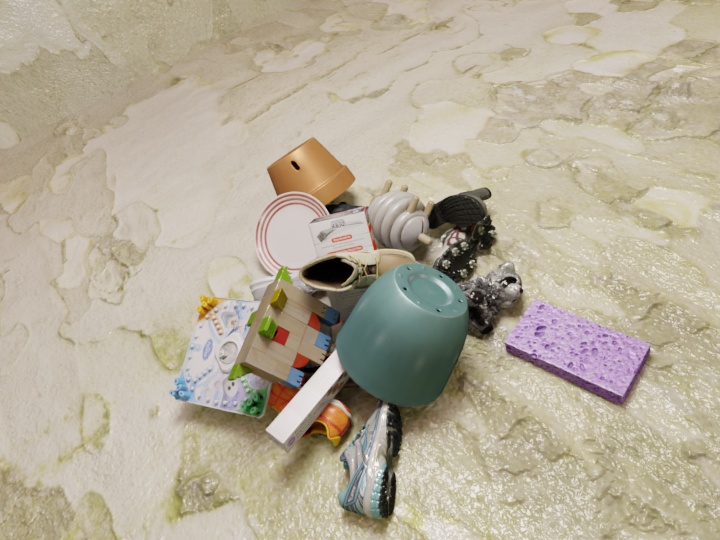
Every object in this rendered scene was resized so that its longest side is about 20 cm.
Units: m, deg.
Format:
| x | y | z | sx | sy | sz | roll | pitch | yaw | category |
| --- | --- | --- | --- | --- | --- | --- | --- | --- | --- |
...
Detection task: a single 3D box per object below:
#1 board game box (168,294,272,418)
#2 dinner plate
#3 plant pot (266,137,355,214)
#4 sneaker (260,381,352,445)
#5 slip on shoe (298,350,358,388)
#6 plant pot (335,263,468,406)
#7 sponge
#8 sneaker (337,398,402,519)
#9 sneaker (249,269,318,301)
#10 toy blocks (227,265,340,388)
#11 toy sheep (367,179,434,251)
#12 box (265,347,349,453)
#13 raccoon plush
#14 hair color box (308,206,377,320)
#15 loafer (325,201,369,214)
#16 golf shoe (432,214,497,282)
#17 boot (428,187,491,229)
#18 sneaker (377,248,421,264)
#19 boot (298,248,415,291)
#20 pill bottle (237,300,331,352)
| x | y | z | sx | sy | sz | roll | pitch | yaw | category |
| --- | --- | --- | --- | --- | --- | --- | --- | --- | --- |
| -0.237 | 0.146 | 0.947 | 0.199 | 0.026 | 0.201 | 4 | 70 | 25 | board game box |
| -0.150 | -0.077 | 1.193 | 0.199 | 0.024 | 0.201 | 0 | 89 | 17 | dinner plate |
| -0.132 | -0.225 | 1.270 | 0.200 | 0.140 | 0.200 | -32 | 17 | 11 | plant pot |
| -0.112 | 0.237 | 0.897 | 0.199 | 0.073 | 0.077 | 11 | 55 | 32 | sneaker |
| -0.014 | 0.165 | 0.940 | 0.199 | 0.061 | 0.076 | -16 | 43 | 5 | slip on shoe |
| 0.080 | 0.087 | 0.845 | 0.200 | 0.161 | 0.201 | 17 | 34 | -12 | plant pot |
| 0.352 | 0.127 | 0.862 | 0.200 | 0.030 | 0.112 | 24 | 58 | 38 | sponge |
| 0.011 | 0.272 | 0.811 | 0.086 | 0.078 | 0.200 | -6 | 44 | 20 | sneaker |
| -0.132 | 0.047 | 1.118 | 0.199 | 0.075 | 0.082 | -12 | 76 | 4 | sneaker |
| -0.114 | 0.114 | 0.879 | 0.100 | 0.136 | 0.201 | -24 | 40 | 53 | toy blocks |
| 0.084 | -0.107 | 1.114 | 0.138 | 0.138 | 0.200 | -33 | 42 | -13 | toy sheep |
| -0.070 | 0.199 | 0.854 | 0.041 | 0.039 | 0.200 | 26 | 57 | 26 | box |
| 0.202 | 0.030 | 0.979 | 0.200 | 0.097 | 0.134 | 21 | 48 | 36 | raccoon plush |
| -0.018 | -0.012 | 1.019 | 0.110 | 0.201 | 0.064 | -12 | 16 | 9 | hair color box |
| -0.037 | -0.134 | 1.249 | 0.200 | 0.068 | 0.071 | -1 | 53 | 25 | loafer |
| 0.197 | -0.040 | 1.070 | 0.088 | 0.077 | 0.200 | 3 | 35 | 48 | golf shoe |
| 0.225 | -0.145 | 1.099 | 0.130 | 0.068 | 0.200 | -29 | 12 | -21 | boot |
| 0.040 | -0.020 | 1.102 | 0.199 | 0.070 | 0.109 | 8 | 24 | 5 | sneaker |
| 0.000 | 0.000 | 0.904 | 0.199 | 0.072 | 0.155 | -4 | 0 | 2 | boot |
| -0.164 | 0.116 | 1.010 | 0.199 | 0.111 | 0.111 | -4 | 45 | 18 | pill bottle |
